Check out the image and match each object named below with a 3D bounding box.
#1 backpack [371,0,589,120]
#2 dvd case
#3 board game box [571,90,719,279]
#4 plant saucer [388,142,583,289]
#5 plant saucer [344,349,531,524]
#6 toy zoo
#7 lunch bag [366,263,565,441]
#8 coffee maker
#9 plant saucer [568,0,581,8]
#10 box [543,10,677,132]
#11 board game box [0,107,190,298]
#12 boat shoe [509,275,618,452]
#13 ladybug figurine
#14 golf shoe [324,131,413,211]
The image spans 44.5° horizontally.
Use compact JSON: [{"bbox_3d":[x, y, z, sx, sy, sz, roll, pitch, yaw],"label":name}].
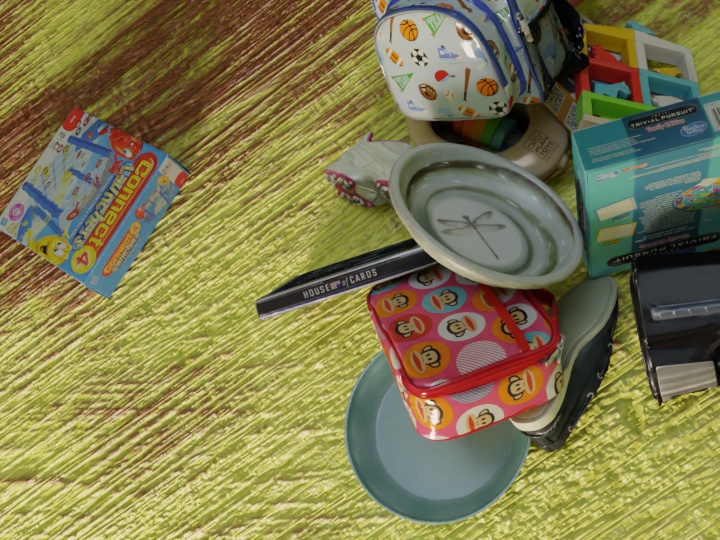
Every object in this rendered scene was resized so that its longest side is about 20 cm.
[{"bbox_3d":[0.097,-0.247,0.867,0.199,0.191,0.154,2,40,37],"label":"backpack"},{"bbox_3d":[0.000,0.000,0.945,0.199,0.150,0.025,-17,95,15],"label":"dvd case"},{"bbox_3d":[0.278,-0.074,0.815,0.150,0.200,0.047,-14,60,8],"label":"board game box"},{"bbox_3d":[0.115,-0.044,0.849,0.200,0.199,0.050,51,137,29],"label":"plant saucer"},{"bbox_3d":[0.081,0.159,0.906,0.199,0.036,0.201,-8,66,19],"label":"plant saucer"},{"bbox_3d":[0.287,-0.198,0.914,0.130,0.021,0.201,12,48,-3],"label":"toy zoo"},{"bbox_3d":[0.109,0.061,0.847,0.175,0.082,0.200,-19,32,-4],"label":"lunch bag"},{"bbox_3d":[0.353,0.018,0.804,0.199,0.135,0.193,-7,61,20],"label":"coffee maker"},{"bbox_3d":[0.173,-0.320,1.006,0.199,0.051,0.201,-10,26,5],"label":"plant saucer"},{"bbox_3d":[0.239,-0.217,0.959,0.119,0.042,0.200,-20,59,-27],"label":"box"},{"bbox_3d":[-0.359,-0.095,1.174,0.195,0.056,0.201,26,81,29],"label":"board game box"},{"bbox_3d":[0.211,0.092,0.862,0.074,0.066,0.200,-10,36,43],"label":"boat shoe"},{"bbox_3d":[0.143,-0.149,0.981,0.200,0.072,0.136,32,76,29],"label":"ladybug figurine"},{"bbox_3d":[0.048,-0.109,0.997,0.199,0.075,0.092,23,69,39],"label":"golf shoe"}]
